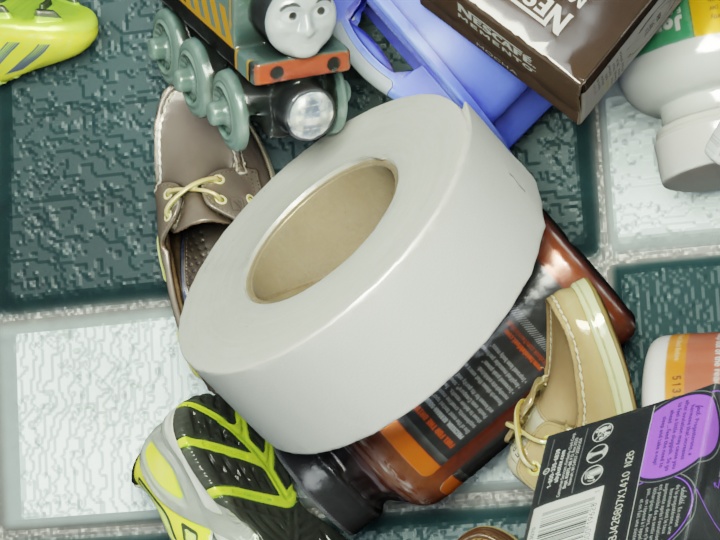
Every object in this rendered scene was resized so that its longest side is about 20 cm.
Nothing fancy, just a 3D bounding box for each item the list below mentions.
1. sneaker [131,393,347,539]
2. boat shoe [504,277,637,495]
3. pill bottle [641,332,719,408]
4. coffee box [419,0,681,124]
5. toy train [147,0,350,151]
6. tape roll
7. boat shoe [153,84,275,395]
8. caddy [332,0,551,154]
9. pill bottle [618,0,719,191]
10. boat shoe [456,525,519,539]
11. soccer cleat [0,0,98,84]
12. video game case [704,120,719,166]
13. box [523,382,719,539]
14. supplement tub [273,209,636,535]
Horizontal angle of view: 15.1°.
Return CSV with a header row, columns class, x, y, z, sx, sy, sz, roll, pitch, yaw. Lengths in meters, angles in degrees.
class,x,y,z,sx,sy,sz,roll,pitch,yaw
sneaker,-0.057,0.167,1.534,0.076,0.075,0.200,-37,80,44
boat shoe,0.111,0.099,1.441,0.066,0.074,0.200,-11,118,-5
pill bottle,0.255,0.085,1.439,0.200,0.112,0.112,-4,80,14
coffee box,0.132,-0.191,1.406,0.113,0.080,0.200,38,83,10
toy train,-0.066,-0.144,1.521,0.085,0.200,0.114,-11,118,-20
tape roll,0.000,0.000,1.448,0.202,0.202,0.071,-41,114,4
boat shoe,-0.085,-0.021,1.567,0.072,0.060,0.200,-13,78,12
caddy,0.036,-0.148,1.518,0.105,0.141,0.200,-40,73,1
pill bottle,0.191,-0.150,1.494,0.113,0.113,0.200,-10,79,12
boat shoe,0.040,0.235,1.490,0.072,0.068,0.200,24,87,16
soccer cleat,-0.252,-0.124,1.636,0.200,0.065,0.084,-6,109,9
video game case,0.305,-0.102,1.420,0.200,0.022,0.182,22,105,-24
box,0.180,0.174,1.371,0.106,0.200,0.122,-21,33,34
supplement tub,0.047,0.056,1.498,0.200,0.107,0.107,-41,74,4
